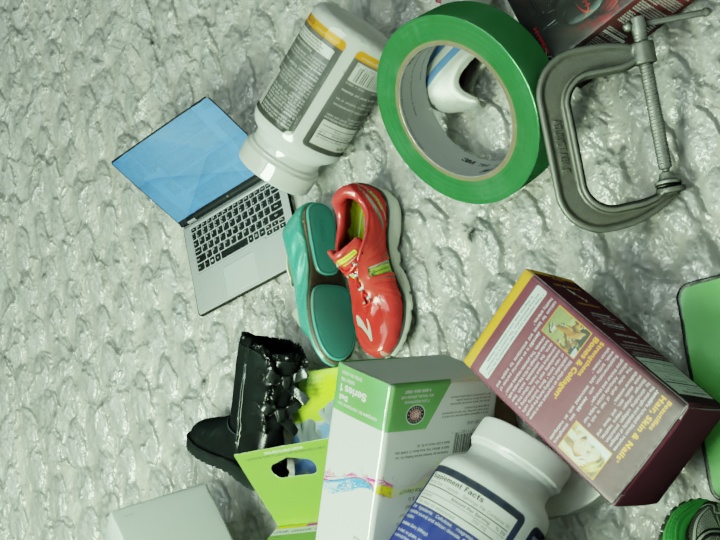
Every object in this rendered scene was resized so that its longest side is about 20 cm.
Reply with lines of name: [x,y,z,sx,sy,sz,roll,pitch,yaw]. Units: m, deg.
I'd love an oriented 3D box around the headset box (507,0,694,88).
headset box: [0.242,-0.299,1.112,0.200,0.075,0.149,-37,62,30]

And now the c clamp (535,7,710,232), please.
c clamp: [0.250,-0.138,1.067,0.171,0.027,0.200,-6,91,-3]

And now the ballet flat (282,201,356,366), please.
ballet flat: [-0.050,0.022,1.322,0.070,0.067,0.200,-34,59,49]

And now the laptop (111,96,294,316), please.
laptop: [-0.190,-0.072,1.414,0.187,0.116,0.200,-27,67,35]

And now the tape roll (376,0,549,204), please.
tape roll: [0.107,-0.166,1.157,0.200,0.048,0.201,26,133,31]

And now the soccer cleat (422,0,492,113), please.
soccer cleat: [0.120,-0.264,1.223,0.086,0.070,0.200,15,97,30]

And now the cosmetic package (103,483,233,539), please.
cosmetic package: [-0.210,0.389,1.312,0.199,0.123,0.200,58,145,30]

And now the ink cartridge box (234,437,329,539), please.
ink cartridge box: [-0.055,0.284,1.206,0.148,0.076,0.200,-16,109,37]

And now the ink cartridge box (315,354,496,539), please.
ink cartridge box: [0.044,0.190,1.112,0.084,0.145,0.200,18,104,48]

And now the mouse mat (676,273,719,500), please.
mouse mat: [0.361,0.091,0.996,0.161,0.008,0.200,-17,72,37]

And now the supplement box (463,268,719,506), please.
supplement box: [0.204,0.102,1.026,0.200,0.086,0.110,44,111,36]

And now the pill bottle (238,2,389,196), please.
pill bottle: [-0.050,-0.192,1.314,0.116,0.116,0.200,47,112,35]

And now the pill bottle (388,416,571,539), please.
pill bottle: [0.098,0.238,1.037,0.116,0.116,0.200,25,72,40]

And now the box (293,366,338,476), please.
box: [-0.017,0.207,1.270,0.122,0.048,0.200,-12,75,39]

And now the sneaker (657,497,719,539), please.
sneaker: [0.284,0.257,0.931,0.085,0.200,0.078,-6,114,25]

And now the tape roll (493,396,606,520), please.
tape roll: [0.183,0.137,1.118,0.203,0.037,0.203,-7,80,39]

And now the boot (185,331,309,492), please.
boot: [-0.132,0.151,1.330,0.198,0.073,0.163,16,103,54]

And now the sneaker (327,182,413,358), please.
sneaker: [0.000,0.000,1.262,0.077,0.085,0.200,-20,71,37]
